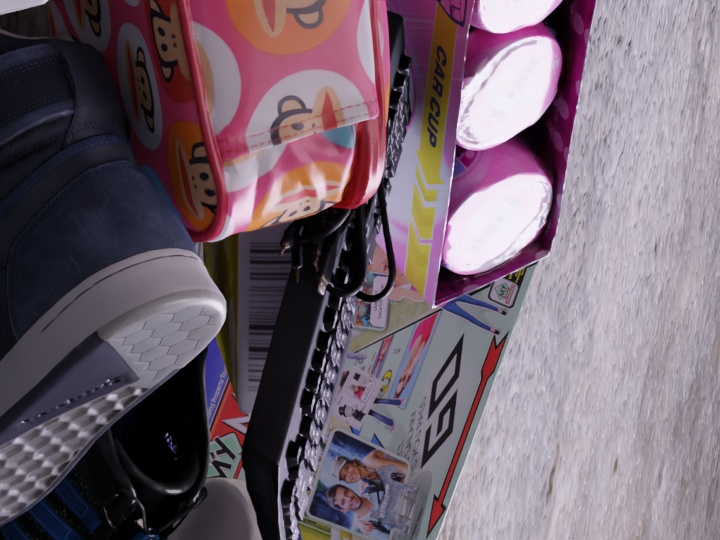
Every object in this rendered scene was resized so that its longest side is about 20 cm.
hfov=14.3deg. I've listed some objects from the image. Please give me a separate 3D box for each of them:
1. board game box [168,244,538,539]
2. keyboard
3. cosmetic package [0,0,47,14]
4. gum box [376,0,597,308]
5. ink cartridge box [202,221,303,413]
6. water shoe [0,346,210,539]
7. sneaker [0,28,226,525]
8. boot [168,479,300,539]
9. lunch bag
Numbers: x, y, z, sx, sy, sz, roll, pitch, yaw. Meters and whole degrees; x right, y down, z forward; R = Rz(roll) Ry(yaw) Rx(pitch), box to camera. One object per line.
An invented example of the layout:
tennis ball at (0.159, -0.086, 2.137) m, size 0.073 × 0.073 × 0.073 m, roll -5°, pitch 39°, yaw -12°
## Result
board game box at (-0.004, 0.033, 1.315) m, size 0.029 × 0.134 × 0.201 m, roll 141°, pitch -29°, yaw -71°
keyboard at (0.000, 0.000, 1.036) m, size 0.104 × 0.039 × 0.201 m, roll 76°, pitch 24°, yaw -57°
cosmetic package at (-0.144, -0.162, 0.747) m, size 0.200 × 0.081 × 0.113 m, roll 74°, pitch 2°, yaw -54°
gum box at (0.032, -0.098, 1.149) m, size 0.066 × 0.114 × 0.201 m, roll -24°, pitch 145°, yaw -24°
ink cartridge box at (-0.043, -0.068, 1.157) m, size 0.200 × 0.047 × 0.199 m, roll -126°, pitch -146°, yaw -71°
water shoe at (-0.102, 0.091, 1.127) m, size 0.071 × 0.079 × 0.201 m, roll 5°, pitch 95°, yaw -32°
sneaker at (-0.142, 0.004, 0.966) m, size 0.202 × 0.147 × 0.077 m, roll -39°, pitch 158°, yaw 29°
boot at (-0.042, 0.139, 1.197) m, size 0.200 × 0.090 × 0.073 m, roll 141°, pitch -44°, yaw -62°
lunch bag at (-0.064, -0.120, 0.967) m, size 0.081 × 0.176 × 0.201 m, roll -15°, pitch 112°, yaw -24°
